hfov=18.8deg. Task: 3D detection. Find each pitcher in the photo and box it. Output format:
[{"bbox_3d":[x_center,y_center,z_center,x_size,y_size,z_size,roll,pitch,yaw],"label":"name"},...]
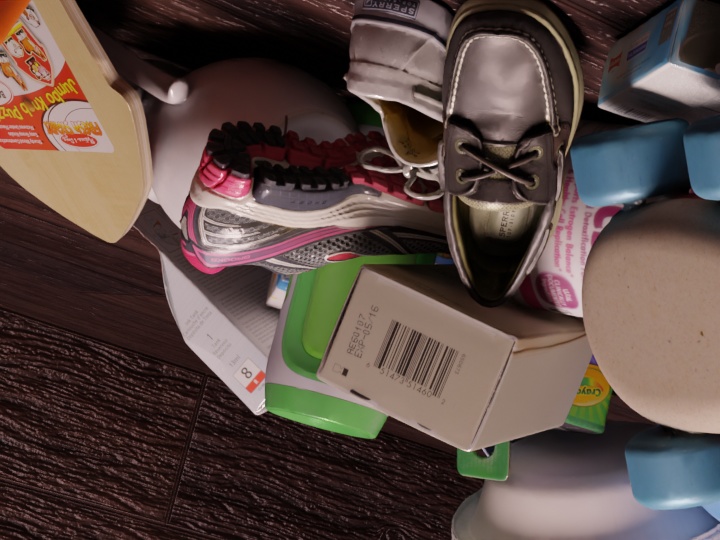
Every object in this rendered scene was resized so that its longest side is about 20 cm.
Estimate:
[{"bbox_3d":[-0.098,-0.088,1.329,0.171,0.122,0.200,39,170,-33],"label":"pitcher"}]

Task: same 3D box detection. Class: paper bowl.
[{"bbox_3d":[0.161,0.170,1.481,0.199,0.105,0.201,-8,-167,2],"label":"paper bowl"}]

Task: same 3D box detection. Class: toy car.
[{"bbox_3d":[0.228,0.006,1.053,0.199,0.185,0.177,-13,-175,-28],"label":"toy car"}]

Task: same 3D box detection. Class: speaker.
[{"bbox_3d":[0.000,0.000,1.376,0.088,0.201,0.088,14,172,2],"label":"speaker"}]

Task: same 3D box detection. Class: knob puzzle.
[{"bbox_3d":[-0.188,-0.106,1.318,0.219,0.030,0.220,30,145,24],"label":"knob puzzle"}]

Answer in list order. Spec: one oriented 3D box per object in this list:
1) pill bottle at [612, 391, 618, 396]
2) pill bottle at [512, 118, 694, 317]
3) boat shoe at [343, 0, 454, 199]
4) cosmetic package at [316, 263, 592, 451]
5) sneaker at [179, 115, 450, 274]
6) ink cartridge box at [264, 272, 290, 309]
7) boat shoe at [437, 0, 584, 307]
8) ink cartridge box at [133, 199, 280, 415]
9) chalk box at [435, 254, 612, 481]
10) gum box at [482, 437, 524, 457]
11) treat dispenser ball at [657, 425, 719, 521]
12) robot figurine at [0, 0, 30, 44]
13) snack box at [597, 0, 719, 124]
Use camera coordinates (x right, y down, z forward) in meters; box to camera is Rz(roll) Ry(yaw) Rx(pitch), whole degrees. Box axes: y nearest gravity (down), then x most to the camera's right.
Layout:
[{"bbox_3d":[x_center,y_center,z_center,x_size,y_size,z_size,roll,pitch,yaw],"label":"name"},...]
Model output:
[{"bbox_3d":[0.188,0.036,1.589,0.111,0.112,0.200,17,170,-17],"label":"pill bottle"},{"bbox_3d":[0.188,-0.020,1.228,0.199,0.114,0.113,10,170,27],"label":"pill bottle"},{"bbox_3d":[0.035,-0.080,1.189,0.074,0.087,0.202,13,171,16],"label":"boat shoe"},{"bbox_3d":[0.062,0.047,1.270,0.103,0.073,0.200,25,-171,17],"label":"cosmetic package"},{"bbox_3d":[-0.012,-0.034,1.237,0.199,0.075,0.081,6,-146,-31],"label":"sneaker"},{"bbox_3d":[-0.020,-0.027,1.521,0.067,0.116,0.200,15,171,-4],"label":"ink cartridge box"},{"bbox_3d":[0.076,-0.056,1.124,0.071,0.066,0.201,7,144,8],"label":"boat shoe"},{"bbox_3d":[-0.101,0.007,1.610,0.200,0.050,0.162,41,-155,9],"label":"ink cartridge box"},{"bbox_3d":[0.094,0.038,1.461,0.124,0.201,0.125,19,170,-29],"label":"chalk box"},{"bbox_3d":[0.088,0.073,1.648,0.170,0.044,0.200,55,-173,-25],"label":"gum box"},{"bbox_3d":[0.286,0.077,1.382,0.200,0.202,0.201,14,171,2],"label":"treat dispenser ball"},{"bbox_3d":[-0.261,-0.161,1.094,0.199,0.117,0.144,10,-179,23],"label":"robot figurine"},{"bbox_3d":[0.226,-0.077,1.053,0.199,0.037,0.116,16,172,-9],"label":"snack box"}]
